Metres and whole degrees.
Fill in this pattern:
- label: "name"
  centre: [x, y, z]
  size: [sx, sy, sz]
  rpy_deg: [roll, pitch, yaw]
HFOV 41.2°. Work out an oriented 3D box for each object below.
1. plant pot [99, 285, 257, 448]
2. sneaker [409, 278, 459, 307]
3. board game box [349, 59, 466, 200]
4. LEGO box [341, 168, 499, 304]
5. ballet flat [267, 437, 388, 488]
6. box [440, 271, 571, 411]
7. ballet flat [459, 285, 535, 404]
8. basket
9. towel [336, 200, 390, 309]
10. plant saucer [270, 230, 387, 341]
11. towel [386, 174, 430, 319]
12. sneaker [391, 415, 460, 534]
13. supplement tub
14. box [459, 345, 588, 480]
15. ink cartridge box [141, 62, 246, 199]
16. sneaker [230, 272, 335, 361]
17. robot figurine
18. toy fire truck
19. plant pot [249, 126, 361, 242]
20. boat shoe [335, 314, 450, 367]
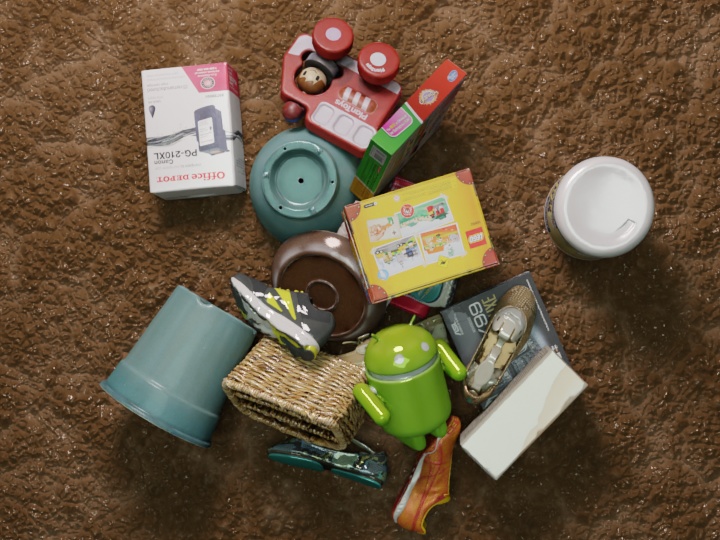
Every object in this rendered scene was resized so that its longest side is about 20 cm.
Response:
- label: "plant pot"
  centre: [-0.274, 0.143, 1.513]
  size: [0.199, 0.200, 0.197]
  rpy_deg: [29, 83, 5]
- label: "sneaker"
  centre: [0.127, -0.043, 1.517]
  size: [0.079, 0.077, 0.202]
  rpy_deg: [14, 88, 11]
- label: "board game box"
  centre: [0.071, -0.210, 1.463]
  size: [0.040, 0.153, 0.200]
  rpy_deg: [38, 62, 5]
- label: "LEGO box"
  centre: [0.087, -0.049, 1.430]
  size: [0.198, 0.077, 0.150]
  rpy_deg: [-17, 89, -4]
- label: "ballet flat"
  centre: [-0.050, 0.296, 1.553]
  size: [0.198, 0.074, 0.075]
  rpy_deg: [15, 90, 3]
- label: "box"
  centre: [0.237, 0.123, 1.531]
  size: [0.157, 0.050, 0.201]
  rpy_deg: [-23, 88, 5]
- label: "ballet flat"
  centre: [0.215, 0.117, 1.475]
  size: [0.070, 0.065, 0.201]
  rpy_deg: [24, 92, 7]
- label: "basket"
  centre: [-0.102, 0.213, 1.485]
  size: [0.198, 0.149, 0.144]
  rpy_deg: [18, 124, 15]
- label: "towel"
  centre: [0.000, 0.000, 1.522]
  size: [0.132, 0.035, 0.201]
  rpy_deg: [32, 118, 0]
- label: "plant saucer"
  centre: [-0.056, 0.033, 1.516]
  size: [0.198, 0.032, 0.202]
  rpy_deg: [10, 122, 17]
- label: "towel"
  centre: [0.080, -0.037, 1.562]
  size: [0.144, 0.022, 0.201]
  rpy_deg: [24, 91, 4]
- label: "sneaker"
  centre: [0.119, 0.324, 1.534]
  size: [0.077, 0.073, 0.201]
  rpy_deg: [24, 101, 1]
- label: "supplement tub"
  centre: [0.354, -0.089, 1.450]
  size: [0.143, 0.200, 0.146]
  rpy_deg: [0, 89, 5]
- label: "box"
  centre: [0.245, 0.214, 1.460]
  size: [0.078, 0.095, 0.200]
  rpy_deg: [43, 96, 4]
- label: "ink cartridge box"
  centre: [-0.270, -0.224, 1.563]
  size: [0.143, 0.084, 0.202]
  rpy_deg: [-5, 88, 5]
- label: "sneaker"
  centre: [-0.121, 0.061, 1.501]
  size: [0.200, 0.075, 0.085]
  rpy_deg: [37, 62, 23]
- label: "robot figurine"
  centre: [0.071, 0.169, 1.451]
  size: [0.174, 0.115, 0.202]
  rpy_deg: [-25, 114, -24]
- label: "toy fire truck"
  centre: [-0.038, -0.283, 1.503]
  size: [0.199, 0.112, 0.169]
  rpy_deg: [29, 66, 5]
- label: "plant pot"
  centre: [-0.088, -0.138, 1.522]
  size: [0.198, 0.134, 0.202]
  rpy_deg: [0, 89, 4]
- label: "boat shoe"
  centre: [0.043, 0.124, 1.541]
  size: [0.198, 0.073, 0.063]
  rpy_deg: [-13, 80, 0]
